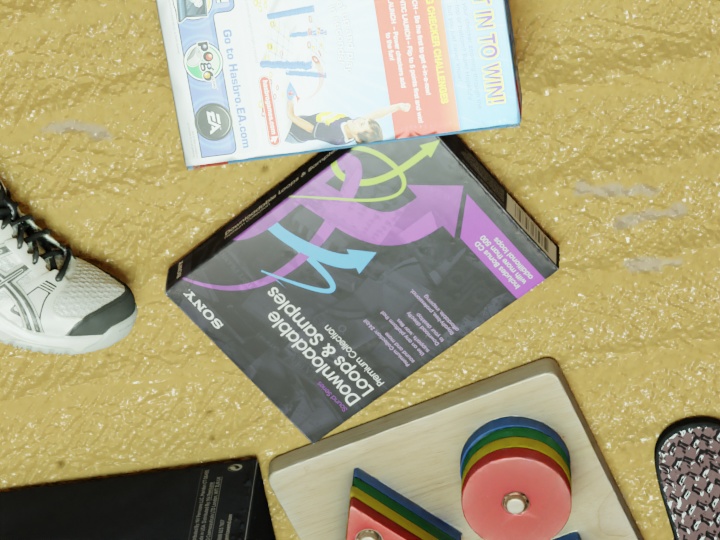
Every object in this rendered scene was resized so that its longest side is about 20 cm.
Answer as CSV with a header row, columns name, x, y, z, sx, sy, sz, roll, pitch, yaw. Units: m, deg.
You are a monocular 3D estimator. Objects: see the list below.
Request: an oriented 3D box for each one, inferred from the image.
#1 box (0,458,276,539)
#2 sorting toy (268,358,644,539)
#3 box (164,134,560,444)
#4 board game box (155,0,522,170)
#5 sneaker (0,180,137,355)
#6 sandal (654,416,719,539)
name,x,y,z,sx,sy,sz,roll,pitch,yaw
box,-0.146,0.241,1.799,0.198,0.123,0.200,-8,116,6
sorting toy,0.070,0.183,1.787,0.200,0.070,0.199,-21,115,14
box,0.000,0.000,1.711,0.200,0.036,0.143,-36,110,21
board game box,-0.018,-0.170,1.590,0.195,0.056,0.201,-7,108,6
sneaker,-0.223,-0.017,1.690,0.200,0.076,0.088,20,118,-9
sandal,0.230,0.185,1.802,0.075,0.045,0.201,-10,103,2
